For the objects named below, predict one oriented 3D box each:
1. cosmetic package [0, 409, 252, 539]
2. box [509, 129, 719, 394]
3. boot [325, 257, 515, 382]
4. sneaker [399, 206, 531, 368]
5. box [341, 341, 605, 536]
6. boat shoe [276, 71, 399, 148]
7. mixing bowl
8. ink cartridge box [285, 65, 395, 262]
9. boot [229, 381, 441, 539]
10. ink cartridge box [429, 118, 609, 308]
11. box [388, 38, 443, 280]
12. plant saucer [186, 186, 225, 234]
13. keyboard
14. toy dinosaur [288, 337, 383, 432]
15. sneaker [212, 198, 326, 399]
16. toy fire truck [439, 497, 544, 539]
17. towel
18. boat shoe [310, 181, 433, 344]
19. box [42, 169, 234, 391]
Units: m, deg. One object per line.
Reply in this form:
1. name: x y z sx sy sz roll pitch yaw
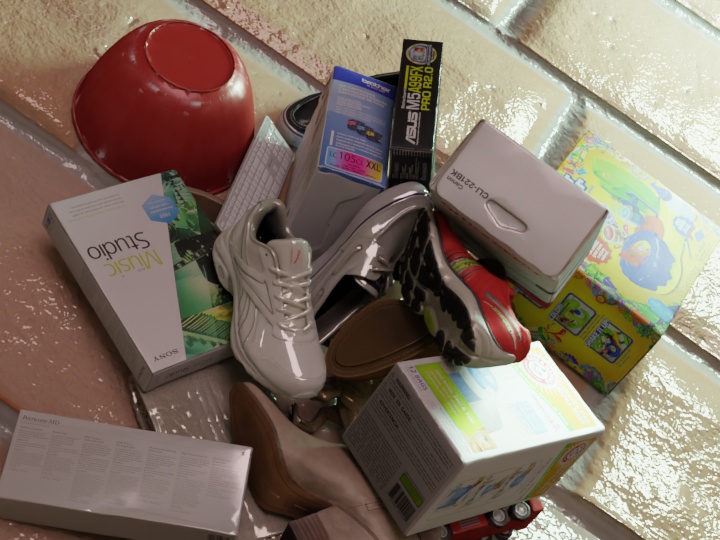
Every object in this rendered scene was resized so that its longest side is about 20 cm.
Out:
1. cosmetic package: -0.195 0.178 1.111 0.198 0.051 0.083 10 57 -2
2. box: 0.259 -0.012 1.453 0.192 0.122 0.200 37 48 5
3. boot: 0.066 0.088 1.276 0.199 0.155 0.074 -25 51 -12
4. sneaker: 0.094 0.020 1.192 0.084 0.077 0.201 6 37 -24
5. box: 0.102 0.144 1.175 0.199 0.102 0.113 -4 49 -44
6. boat shoe: -0.002 -0.189 1.496 0.199 0.066 0.070 -13 62 -32
7. mixing bowl: -0.190 -0.187 1.379 0.199 0.109 0.201 13 50 -16
8. ink cartridge box: -0.023 -0.113 1.373 0.076 0.137 0.201 18 43 -12
9. boot: -0.019 0.178 1.171 0.145 0.070 0.201 -8 63 -33
10. ink cartridge box: 0.147 -0.049 1.252 0.144 0.200 0.084 37 87 9
11. box: 0.055 -0.112 1.377 0.044 0.201 0.161 5 51 4
12. plant saucer: -0.176 0.002 1.295 0.199 0.030 0.201 13 52 -17
13. keyboard: -0.106 -0.085 1.362 0.056 0.011 0.201 49 33 -24
14. toy dinosaur: -0.012 0.128 1.260 0.100 0.058 0.201 12 52 -19
15. sneaker: -0.075 0.019 1.198 0.078 0.100 0.201 -2 55 -36
16. toy fire truck: 0.104 0.190 1.275 0.199 0.049 0.142 -9 58 -28
17. towel: -0.118 0.168 1.196 0.132 0.035 0.201 -9 59 -32
18. boat shoe: 0.000 0.000 1.268 0.200 0.072 0.066 -39 49 -4
19. box: -0.188 0.004 1.245 0.144 0.036 0.201 -21 67 -37
